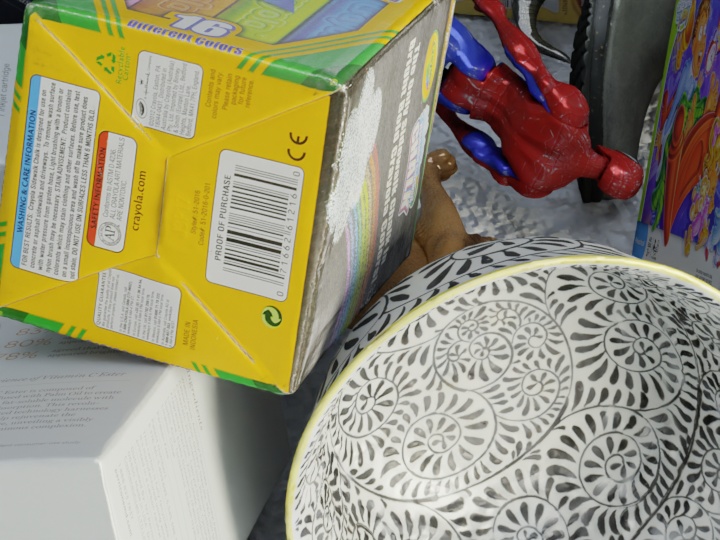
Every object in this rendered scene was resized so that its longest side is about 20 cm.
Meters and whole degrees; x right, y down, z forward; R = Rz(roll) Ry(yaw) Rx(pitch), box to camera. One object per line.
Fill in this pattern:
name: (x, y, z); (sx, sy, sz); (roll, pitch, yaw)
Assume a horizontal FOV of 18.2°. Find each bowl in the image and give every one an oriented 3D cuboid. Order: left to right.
bowl: (0.059, 0.058, 0.893); (0.200, 0.202, 0.094); (-13, 33, -8)

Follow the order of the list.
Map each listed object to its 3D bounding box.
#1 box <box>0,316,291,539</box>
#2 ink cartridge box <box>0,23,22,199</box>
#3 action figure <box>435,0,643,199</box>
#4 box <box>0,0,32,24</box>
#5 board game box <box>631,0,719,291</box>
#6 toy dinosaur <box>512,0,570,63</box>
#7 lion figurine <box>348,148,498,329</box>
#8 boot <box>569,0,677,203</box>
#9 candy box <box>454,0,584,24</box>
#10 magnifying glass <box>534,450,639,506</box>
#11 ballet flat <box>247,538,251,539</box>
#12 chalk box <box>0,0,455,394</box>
box: (-0.114, 0.075, 0.861); (0.124, 0.098, 0.200); (-5, 20, 15)
ink cartridge box: (-0.202, -0.028, 0.980); (0.199, 0.146, 0.083); (-2, 53, 1)
action figure: (0.043, -0.092, 1.017); (0.200, 0.066, 0.052); (36, 34, 13)
box: (-0.149, -0.179, 1.051); (0.200, 0.117, 0.198); (-35, 45, 31)
board game box: (0.166, -0.057, 0.929); (0.044, 0.200, 0.135); (9, 95, -7)
toy dinosaur: (0.071, -0.195, 1.073); (0.102, 0.077, 0.200); (-13, 63, -47)
lion figurine: (0.000, 0.000, 0.982); (0.199, 0.073, 0.123); (3, 46, -14)
boot: (0.168, -0.125, 1.052); (0.130, 0.068, 0.201); (8, 84, 1)
candy box: (0.146, -0.180, 1.141); (0.199, 0.057, 0.117); (6, 55, 8)
magnifying glass: (0.163, 0.113, 0.940); (0.199, 0.022, 0.080); (22, 57, 19)
ballet flat: (-0.098, 0.132, 0.907); (0.199, 0.068, 0.063); (-8, 46, -5)
chalk box: (-0.042, -0.057, 0.872); (0.123, 0.125, 0.200); (15, 23, 12)
